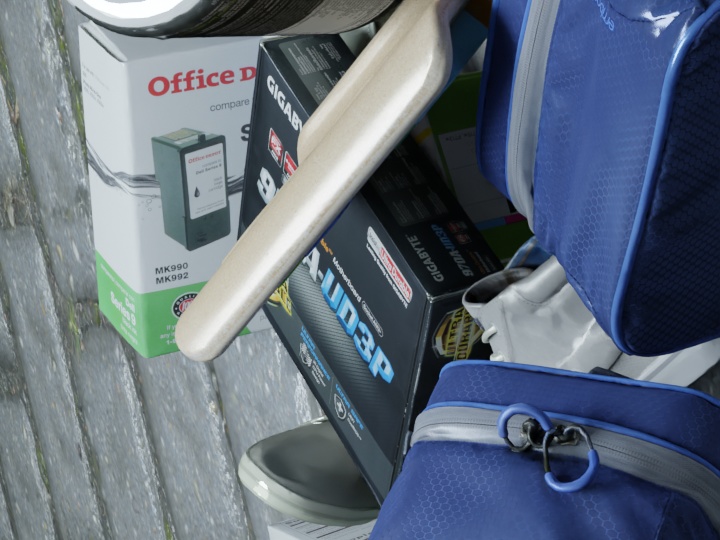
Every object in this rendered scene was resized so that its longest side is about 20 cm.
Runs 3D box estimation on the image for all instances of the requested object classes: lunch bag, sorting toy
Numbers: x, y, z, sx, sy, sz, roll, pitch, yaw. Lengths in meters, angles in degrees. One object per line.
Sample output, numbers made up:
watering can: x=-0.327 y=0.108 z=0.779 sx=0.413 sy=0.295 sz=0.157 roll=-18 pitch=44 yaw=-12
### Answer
lunch bag: x=0.126 y=-0.075 z=0.751 sx=0.200 sy=0.135 sz=0.132 roll=98 pitch=150 yaw=-44
lunch bag: x=0.084 y=0.118 z=0.760 sx=0.135 sy=0.133 sz=0.200 roll=8 pitch=144 yaw=26
sorting toy: x=0.007 y=-0.064 z=0.852 sx=0.036 sy=0.200 sz=0.185 roll=37 pitch=121 yaw=-6

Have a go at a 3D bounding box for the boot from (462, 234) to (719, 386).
boot: x=0.083 y=0.038 z=0.917 sx=0.200 sy=0.095 sz=0.074 roll=-48 pitch=11 yaw=37

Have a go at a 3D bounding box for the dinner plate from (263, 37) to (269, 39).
dinner plate: x=-0.045 y=-0.218 z=1.066 sx=0.200 sy=0.024 sz=0.201 roll=16 pitch=108 yaw=62

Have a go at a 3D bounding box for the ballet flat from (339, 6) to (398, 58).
ballet flat: x=0.021 y=-0.194 z=1.053 sx=0.064 sy=0.067 sz=0.201 roll=17 pitch=112 yaw=28

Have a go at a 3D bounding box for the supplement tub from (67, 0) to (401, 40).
supplement tub: x=-0.043 y=-0.166 z=0.898 sx=0.122 sy=0.200 sz=0.123 roll=5 pitch=99 yaw=30

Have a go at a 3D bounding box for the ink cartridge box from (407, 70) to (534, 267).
ink cartridge box: x=0.063 y=0.013 z=1.040 sx=0.148 sy=0.075 sz=0.201 roll=141 pitch=115 yaw=-65

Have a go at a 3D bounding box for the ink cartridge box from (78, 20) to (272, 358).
ink cartridge box: x=-0.091 y=-0.063 z=1.266 sx=0.084 sy=0.145 sz=0.201 roll=42 pitch=140 yaw=54

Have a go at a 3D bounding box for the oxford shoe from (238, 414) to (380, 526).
oxford shoe: x=0.008 y=0.094 z=1.090 sx=0.075 sy=0.200 sz=0.058 roll=39 pitch=115 yaw=30

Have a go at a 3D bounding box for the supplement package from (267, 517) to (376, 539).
supplement package: x=0.039 y=0.200 z=1.157 sx=0.200 sy=0.109 sz=0.114 roll=6 pitch=108 yaw=66

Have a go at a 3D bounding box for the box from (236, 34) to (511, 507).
box: x=0.000 y=0.000 z=1.024 sx=0.200 sy=0.046 sz=0.159 roll=57 pitch=151 yaw=37
